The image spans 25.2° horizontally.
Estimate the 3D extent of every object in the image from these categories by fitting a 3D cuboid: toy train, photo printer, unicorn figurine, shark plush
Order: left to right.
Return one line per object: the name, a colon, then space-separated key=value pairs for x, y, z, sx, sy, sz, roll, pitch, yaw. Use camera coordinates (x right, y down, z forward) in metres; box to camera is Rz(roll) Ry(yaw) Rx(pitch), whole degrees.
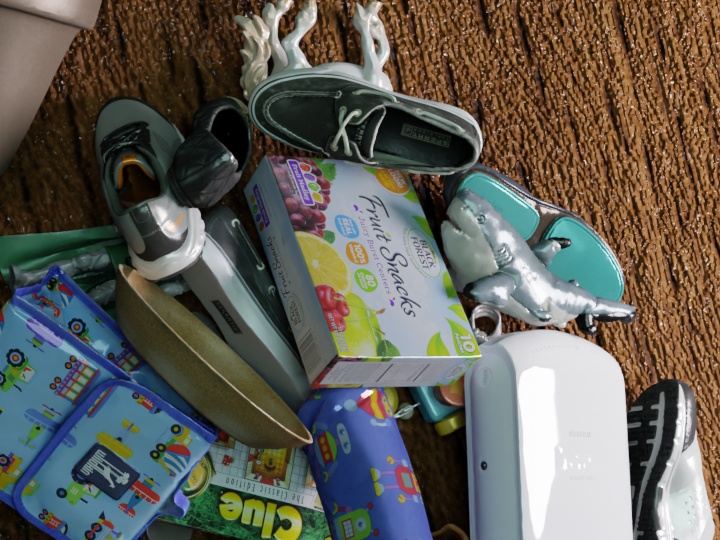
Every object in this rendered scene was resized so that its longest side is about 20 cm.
unicorn figurine: x=-0.011 y=-0.165 z=1.402 sx=0.199 sy=0.074 sz=0.138 roll=1 pitch=90 yaw=-3
toy train: x=0.033 y=0.062 z=1.381 sx=0.200 sy=0.056 sz=0.151 roll=13 pitch=78 yaw=-15
shark plush: x=0.154 y=0.005 z=1.365 sx=0.200 sy=0.091 sz=0.083 roll=23 pitch=91 yaw=-10
photo printer: x=0.161 y=0.151 z=1.374 sx=0.166 sy=0.069 sz=0.201 roll=8 pitch=77 yaw=-44

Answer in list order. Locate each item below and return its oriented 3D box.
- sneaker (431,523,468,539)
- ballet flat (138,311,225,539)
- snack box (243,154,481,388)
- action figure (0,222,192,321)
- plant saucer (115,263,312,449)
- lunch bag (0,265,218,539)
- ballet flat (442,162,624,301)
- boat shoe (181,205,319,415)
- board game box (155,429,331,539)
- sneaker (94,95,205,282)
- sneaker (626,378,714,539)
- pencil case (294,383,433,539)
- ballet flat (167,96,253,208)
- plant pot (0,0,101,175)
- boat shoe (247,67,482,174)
sneaker: x=0.004 y=0.261 z=1.316 sx=0.200 sy=0.085 sz=0.073 roll=-24 pitch=50 yaw=-26
ballet flat: x=-0.154 y=0.133 z=1.319 sx=0.067 sy=0.046 sz=0.201 roll=13 pitch=74 yaw=-28
snack box: x=0.000 y=0.000 z=1.322 sx=0.142 sy=0.053 sz=0.200 roll=2 pitch=53 yaw=-35
action figure: x=-0.186 y=-0.003 z=1.325 sx=0.200 sy=0.055 sz=0.118 roll=-18 pitch=84 yaw=-24
plant saucer: x=-0.121 y=0.075 z=1.231 sx=0.200 sy=0.200 sz=0.035 roll=42 pitch=90 yaw=-7
lunch bag: x=-0.211 y=0.122 z=1.227 sx=0.200 sy=0.094 sz=0.151 roll=39 pitch=106 yaw=-1
ballet flat: x=0.149 y=-0.035 z=1.422 sx=0.200 sy=0.073 sz=0.073 roll=34 pitch=73 yaw=-22
boat shoe: x=-0.081 y=0.037 z=1.324 sx=0.057 sy=0.069 sz=0.200 roll=-45 pitch=116 yaw=-29
board game box: x=-0.083 y=0.170 z=1.317 sx=0.200 sy=0.023 sz=0.105 roll=18 pitch=75 yaw=-29
sneaker: x=-0.174 y=-0.083 z=1.282 sx=0.074 sy=0.200 sz=0.079 roll=-26 pitch=134 yaw=1
sneaker: x=0.276 y=0.198 z=1.439 sx=0.080 sy=0.074 sz=0.201 roll=11 pitch=82 yaw=-31
pencil case: x=0.004 y=0.184 z=1.274 sx=0.087 sy=0.078 sz=0.200 roll=-28 pitch=63 yaw=18
ballet flat: x=-0.107 y=-0.098 z=1.301 sx=0.057 sy=0.200 sz=0.067 roll=-27 pitch=107 yaw=15
plant pot: x=-0.314 y=-0.169 z=1.254 sx=0.200 sy=0.200 sz=0.175 roll=12 pitch=97 yaw=-16
boat shoe: x=0.003 y=-0.122 z=1.336 sx=0.199 sy=0.064 sz=0.071 roll=9 pitch=107 yaw=2
